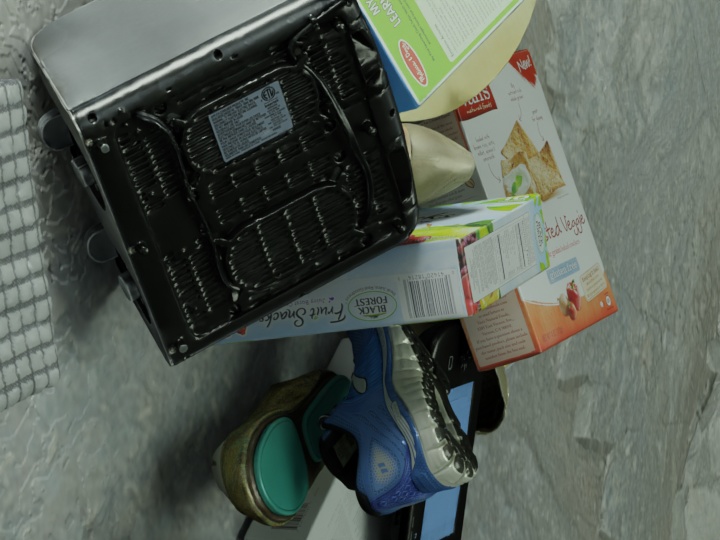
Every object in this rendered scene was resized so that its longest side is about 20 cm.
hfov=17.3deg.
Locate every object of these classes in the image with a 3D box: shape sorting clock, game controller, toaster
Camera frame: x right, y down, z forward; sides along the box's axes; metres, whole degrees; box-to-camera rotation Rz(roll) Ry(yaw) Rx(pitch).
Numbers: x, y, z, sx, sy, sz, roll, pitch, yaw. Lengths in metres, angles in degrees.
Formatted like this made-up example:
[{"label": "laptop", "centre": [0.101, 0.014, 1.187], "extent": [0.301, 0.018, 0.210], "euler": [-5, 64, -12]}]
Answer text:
[{"label": "shape sorting clock", "centre": [0.031, -0.191, 1.450], "extent": [0.199, 0.039, 0.201], "euler": [-8, 103, -37]}, {"label": "game controller", "centre": [0.052, 0.131, 1.621], "extent": [0.104, 0.042, 0.201], "euler": [-23, 120, -73]}, {"label": "toaster", "centre": [-0.069, -0.077, 1.313], "extent": [0.199, 0.119, 0.181], "euler": [-28, 129, -12]}]

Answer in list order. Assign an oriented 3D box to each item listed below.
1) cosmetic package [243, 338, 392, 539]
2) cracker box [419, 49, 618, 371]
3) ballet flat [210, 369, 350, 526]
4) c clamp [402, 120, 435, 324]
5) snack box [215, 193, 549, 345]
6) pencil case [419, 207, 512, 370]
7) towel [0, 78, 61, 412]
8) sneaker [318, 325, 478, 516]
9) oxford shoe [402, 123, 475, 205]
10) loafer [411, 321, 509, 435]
[{"label": "cosmetic package", "centre": [-0.007, 0.168, 1.629], "extent": [0.200, 0.051, 0.151], "euler": [-63, 145, -45]}, {"label": "cracker box", "centre": [0.099, -0.045, 1.633], "extent": [0.134, 0.058, 0.201], "euler": [-23, 94, -58]}, {"label": "ballet flat", "centre": [-0.058, 0.115, 1.488], "extent": [0.200, 0.070, 0.071], "euler": [-44, 131, -67]}, {"label": "c clamp", "centre": [0.019, -0.087, 1.563], "extent": [0.200, 0.027, 0.171], "euler": [88, -23, -54]}, {"label": "snack box", "centre": [0.000, 0.000, 1.449], "extent": [0.142, 0.199, 0.053], "euler": [-26, 108, -64]}, {"label": "pencil case", "centre": [0.067, -0.012, 1.749], "extent": [0.091, 0.083, 0.201], "euler": [-81, 159, -50]}, {"label": "towel", "centre": [-0.228, -0.003, 1.082], "extent": [0.200, 0.085, 0.166], "euler": [-31, 117, -61]}, {"label": "sneaker", "centre": [0.008, 0.084, 1.489], "extent": [0.079, 0.089, 0.200], "euler": [54, 10, -26]}, {"label": "oxford shoe", "centre": [0.002, -0.059, 1.484], "extent": [0.073, 0.200, 0.071], "euler": [7, 90, -25]}, {"label": "loafer", "centre": [0.055, 0.047, 1.686], "extent": [0.200, 0.076, 0.068], "euler": [47, 8, -39]}]
